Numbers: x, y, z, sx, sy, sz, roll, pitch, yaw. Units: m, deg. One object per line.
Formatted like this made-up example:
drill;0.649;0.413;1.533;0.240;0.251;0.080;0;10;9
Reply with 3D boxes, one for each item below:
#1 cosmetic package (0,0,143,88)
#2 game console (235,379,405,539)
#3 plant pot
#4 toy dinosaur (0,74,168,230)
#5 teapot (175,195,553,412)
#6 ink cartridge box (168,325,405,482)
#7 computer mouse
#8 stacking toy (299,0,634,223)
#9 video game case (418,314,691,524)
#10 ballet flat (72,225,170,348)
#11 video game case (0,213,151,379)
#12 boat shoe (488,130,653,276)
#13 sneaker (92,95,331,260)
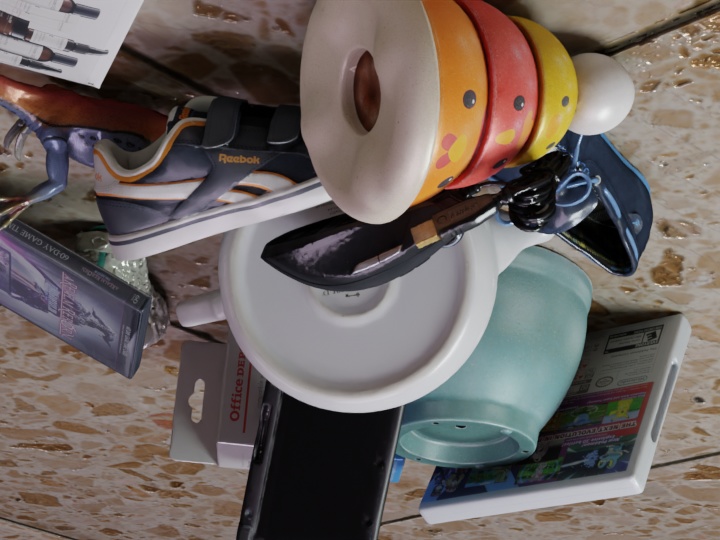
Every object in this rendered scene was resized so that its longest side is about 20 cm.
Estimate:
cosmetic package;-0.154;-0.171;0.951;0.082;0.051;0.200;11;155;-18
game console;-0.018;0.126;1.325;0.116;0.201;0.176;14;-166;9
plant pot;0.079;0.075;1.363;0.199;0.135;0.201;4;156;2
toy dinosaur;-0.182;-0.102;1.129;0.200;0.105;0.182;-38;132;2
teapot;0.000;0.000;1.182;0.199;0.198;0.146;31;-173;5
ink cartridge box;-0.059;0.107;1.480;0.198;0.116;0.068;5;156;-2
computer mouse;0.033;-0.017;1.034;0.199;0.046;0.140;-17;-171;10
stacking toy;0.076;-0.106;1.011;0.199;0.147;0.146;-5;162;-27
video game case;0.157;0.120;1.407;0.199;0.183;0.023;-14;124;35
ballet flat;-0.197;0.031;1.396;0.071;0.072;0.200;2;157;5
video game case;-0.248;0.002;1.299;0.199;0.019;0.143;31;155;3
boat shoe;0.136;-0.056;1.139;0.199;0.069;0.084;26;148;-38
sneaker;-0.071;-0.071;1.069;0.199;0.080;0.078;-17;-166;6
